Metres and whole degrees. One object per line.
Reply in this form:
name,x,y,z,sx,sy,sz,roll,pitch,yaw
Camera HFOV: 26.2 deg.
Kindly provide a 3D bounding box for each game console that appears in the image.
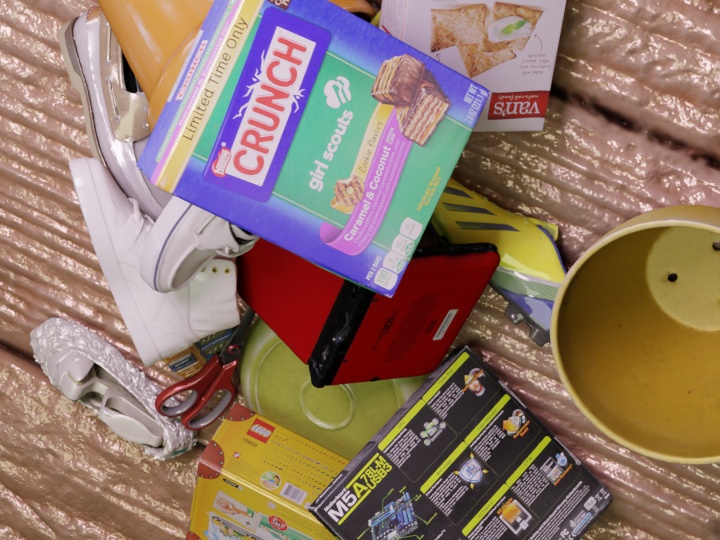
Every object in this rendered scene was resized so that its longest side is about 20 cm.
game console,0.000,0.000,1.300,0.171,0.120,0.201,-5,150,-20

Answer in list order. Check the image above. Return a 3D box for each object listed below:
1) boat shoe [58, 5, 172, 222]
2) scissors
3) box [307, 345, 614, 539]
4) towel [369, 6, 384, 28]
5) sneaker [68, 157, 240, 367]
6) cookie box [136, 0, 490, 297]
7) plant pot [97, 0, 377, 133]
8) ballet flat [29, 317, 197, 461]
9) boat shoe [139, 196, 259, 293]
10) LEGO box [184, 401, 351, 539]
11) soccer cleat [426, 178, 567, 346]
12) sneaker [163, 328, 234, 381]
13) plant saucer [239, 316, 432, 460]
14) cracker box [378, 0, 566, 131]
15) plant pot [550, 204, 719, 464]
boat shoe,-0.196,-0.136,1.345,0.068,0.075,0.202,-23,91,28
scissors,-0.118,0.079,1.436,0.073,0.014,0.200,21,122,-37
box,0.089,0.203,1.350,0.193,0.048,0.200,44,78,-1
towel,-0.016,-0.136,1.265,0.200,0.086,0.018,-46,64,20
sneaker,-0.167,-0.024,1.317,0.115,0.074,0.201,-22,121,-4
cookie box,-0.033,-0.101,1.111,0.199,0.075,0.172,25,93,-22
plant pot,-0.117,-0.202,1.243,0.184,0.200,0.200,49,122,12
ballet flat,-0.246,0.116,1.502,0.199,0.072,0.072,33,121,6
boat shoe,-0.104,-0.045,1.219,0.066,0.072,0.200,47,116,16
LEGO box,-0.056,0.234,1.448,0.199,0.077,0.150,26,140,9
soccer cleat,0.120,-0.025,1.304,0.084,0.065,0.200,-44,88,2
sneaker,-0.176,0.014,1.431,0.075,0.088,0.201,-26,126,-1
plant saucer,-0.027,0.117,1.434,0.198,0.031,0.202,9,116,19
cracker box,0.087,-0.207,1.186,0.133,0.058,0.202,-3,119,-19
plant pot,0.260,0.028,1.213,0.198,0.142,0.202,8,116,17
